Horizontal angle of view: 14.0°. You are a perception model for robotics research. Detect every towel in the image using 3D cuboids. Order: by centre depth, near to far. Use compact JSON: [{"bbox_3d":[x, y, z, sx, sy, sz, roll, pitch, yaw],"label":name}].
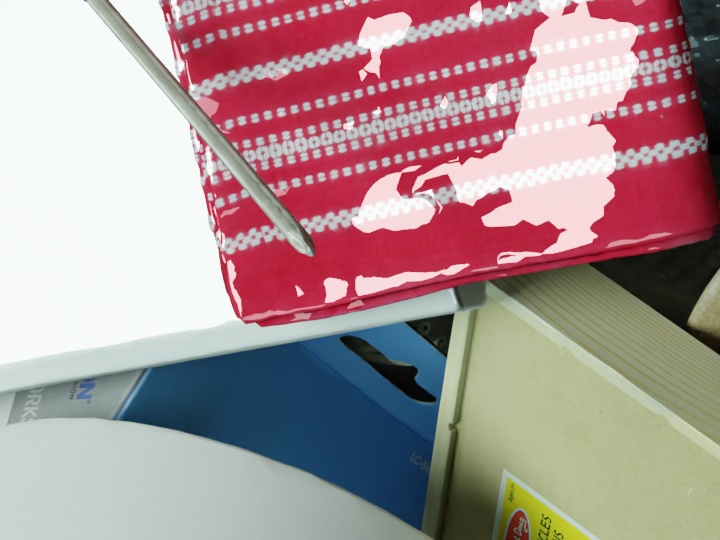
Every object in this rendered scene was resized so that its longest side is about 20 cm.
[{"bbox_3d":[0.007,-0.091,0.759,0.144,0.022,0.201,-9,101,21],"label":"towel"}]

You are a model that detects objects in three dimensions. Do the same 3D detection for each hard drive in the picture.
[{"bbox_3d":[-0.068,-0.038,0.844,0.199,0.133,0.026,-11,177,25],"label":"hard drive"}]

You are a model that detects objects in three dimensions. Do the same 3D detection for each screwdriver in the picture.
[{"bbox_3d":[-0.061,-0.067,0.776,0.029,0.200,0.028,-42,143,-7],"label":"screwdriver"}]

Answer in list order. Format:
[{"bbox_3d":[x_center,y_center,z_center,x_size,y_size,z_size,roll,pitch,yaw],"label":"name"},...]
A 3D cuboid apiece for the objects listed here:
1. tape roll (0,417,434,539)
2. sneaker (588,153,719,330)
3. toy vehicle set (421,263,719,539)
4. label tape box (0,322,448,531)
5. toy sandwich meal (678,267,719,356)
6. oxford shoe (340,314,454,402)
[{"bbox_3d":[-0.045,0.128,0.885,0.201,0.071,0.203,16,150,10],"label":"tape roll"},{"bbox_3d":[0.137,0.034,0.898,0.199,0.076,0.105,14,133,-8],"label":"sneaker"},{"bbox_3d":[0.074,0.092,0.868,0.124,0.026,0.201,37,143,25],"label":"toy vehicle set"},{"bbox_3d":[-0.058,0.061,0.934,0.199,0.064,0.144,-5,149,38],"label":"label tape box"},{"bbox_3d":[0.183,0.044,0.803,0.203,0.070,0.206,2,129,2],"label":"toy sandwich meal"},{"bbox_3d":[0.000,0.000,0.909,0.075,0.058,0.201,2,139,8],"label":"oxford shoe"}]
